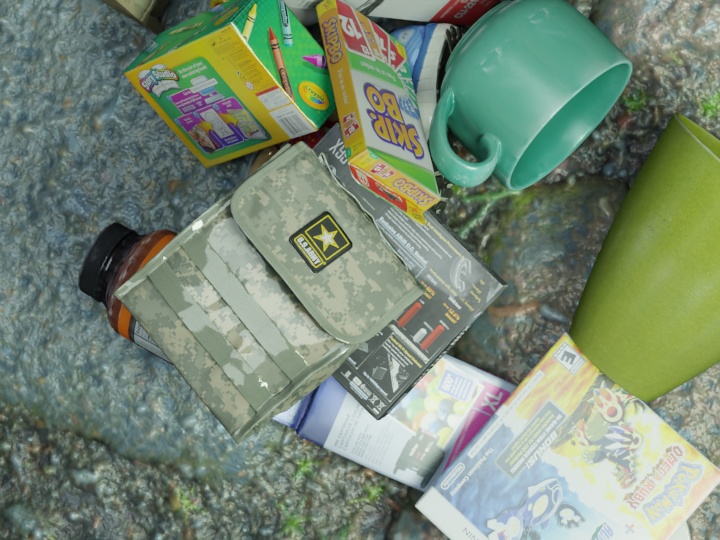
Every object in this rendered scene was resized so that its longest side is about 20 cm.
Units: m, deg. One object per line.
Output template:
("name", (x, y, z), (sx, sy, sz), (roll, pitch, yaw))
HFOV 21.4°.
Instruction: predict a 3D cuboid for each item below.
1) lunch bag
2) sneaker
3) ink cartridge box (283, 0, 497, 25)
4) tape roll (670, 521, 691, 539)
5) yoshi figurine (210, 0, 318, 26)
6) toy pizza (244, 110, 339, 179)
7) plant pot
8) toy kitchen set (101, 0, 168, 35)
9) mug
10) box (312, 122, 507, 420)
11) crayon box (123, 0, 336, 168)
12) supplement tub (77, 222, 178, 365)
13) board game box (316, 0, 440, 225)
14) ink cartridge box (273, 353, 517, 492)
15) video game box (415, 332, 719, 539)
("lunch bag", (-0.067, 0.014, 1.539), (0.200, 0.118, 0.164), (-40, 86, 6))
("sneaker", (0.038, -0.122, 1.703), (0.089, 0.078, 0.202), (11, 90, 32))
("ink cartridge box", (0.018, -0.302, 1.653), (0.198, 0.084, 0.146), (2, 74, -22))
("tape roll", (0.188, 0.245, 1.650), (0.201, 0.037, 0.205), (-1, 84, 11))
("yoshi figurine", (-0.071, -0.284, 1.710), (0.112, 0.112, 0.201), (45, 62, -23))
("toy pizza", (-0.030, -0.050, 1.682), (0.199, 0.032, 0.202), (7, 102, 33))
("plant pot", (0.273, 0.006, 1.595), (0.187, 0.187, 0.200), (41, 104, 12))
("toy kitchen set", (-0.239, -0.346, 1.715), (0.199, 0.180, 0.164), (31, 90, 8))
("mug", (0.134, -0.159, 1.623), (0.114, 0.185, 0.152), (46, 116, 15))
("box", (0.000, 0.000, 1.609), (0.200, 0.050, 0.158), (44, 98, 6))
("crayon box", (-0.109, -0.165, 1.651), (0.119, 0.199, 0.058), (49, 60, -18))
("supplement tub", (-0.152, 0.033, 1.703), (0.199, 0.107, 0.108), (29, 91, 13))
("board game box", (0.015, -0.134, 1.584), (0.030, 0.095, 0.201), (-32, 48, 28))
("ink cartridge box", (0.027, 0.116, 1.665), (0.199, 0.042, 0.120), (24, 90, -3))
("video game box", (0.177, 0.187, 1.615), (0.182, 0.047, 0.200), (41, 91, 10))
